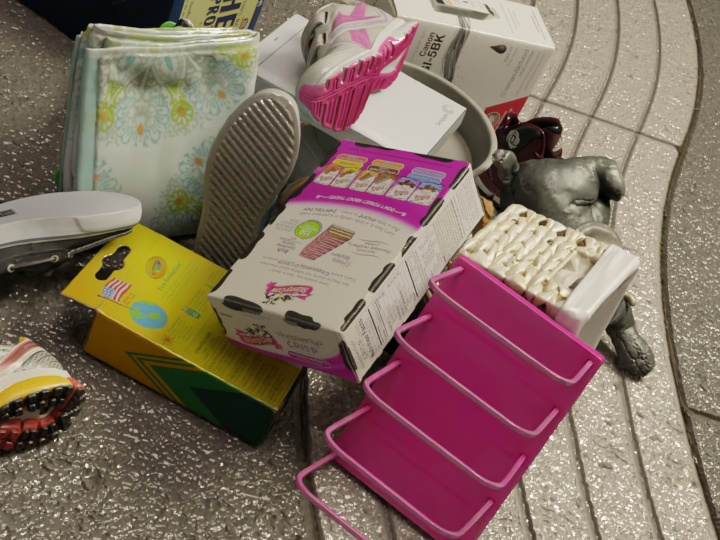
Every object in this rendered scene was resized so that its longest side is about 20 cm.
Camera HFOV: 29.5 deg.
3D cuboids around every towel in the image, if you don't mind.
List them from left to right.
[{"bbox_3d":[-0.176,-0.119,1.199,0.171,0.201,0.048,-7,31,-34],"label":"towel"}]

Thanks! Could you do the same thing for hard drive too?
[{"bbox_3d":[-0.009,-0.171,1.324,0.200,0.027,0.132,31,39,7],"label":"hard drive"}]

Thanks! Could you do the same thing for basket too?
[{"bbox_3d":[0.130,0.059,1.171,0.123,0.200,0.135,32,36,16],"label":"basket"}]

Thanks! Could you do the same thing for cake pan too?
[{"bbox_3d":[0.038,-0.143,1.367,0.199,0.037,0.201,14,39,-12],"label":"cake pan"}]

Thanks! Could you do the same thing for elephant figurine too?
[{"bbox_3d":[0.210,-0.005,1.337,0.154,0.142,0.201,-4,68,-1],"label":"elephant figurine"}]

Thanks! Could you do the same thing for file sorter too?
[{"bbox_3d":[0.063,0.114,1.034,0.139,0.200,0.125,36,15,13],"label":"file sorter"}]

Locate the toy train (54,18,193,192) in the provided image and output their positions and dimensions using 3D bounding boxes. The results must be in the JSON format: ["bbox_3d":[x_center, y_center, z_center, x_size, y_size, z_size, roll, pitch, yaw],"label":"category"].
[{"bbox_3d":[-0.202,-0.136,1.229,0.056,0.200,0.042,35,1,-31],"label":"toy train"}]

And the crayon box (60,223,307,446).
[{"bbox_3d":[-0.140,0.048,1.142,0.200,0.051,0.127,29,37,2],"label":"crayon box"}]

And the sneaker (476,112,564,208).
[{"bbox_3d":[0.202,-0.093,1.458,0.076,0.116,0.200,-18,55,-43],"label":"sneaker"}]

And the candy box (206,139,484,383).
[{"bbox_3d":[-0.008,-0.013,1.102,0.136,0.061,0.200,14,51,36],"label":"candy box"}]

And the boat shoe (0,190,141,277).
[{"bbox_3d":[-0.275,-0.022,1.114,0.199,0.057,0.069,-12,25,-23],"label":"boat shoe"}]

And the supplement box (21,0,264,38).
[{"bbox_3d":[-0.227,-0.329,1.467,0.200,0.135,0.200,35,38,12],"label":"supplement box"}]

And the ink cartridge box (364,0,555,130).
[{"bbox_3d":[0.093,-0.235,1.537,0.199,0.147,0.083,7,43,-23],"label":"ink cartridge box"}]

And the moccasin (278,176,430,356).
[{"bbox_3d":[-0.001,0.001,1.238,0.201,0.074,0.078,44,2,-8],"label":"moccasin"}]

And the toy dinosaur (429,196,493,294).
[{"bbox_3d":[0.114,0.031,1.288,0.106,0.201,0.060,-9,20,26],"label":"toy dinosaur"}]

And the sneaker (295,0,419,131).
[{"bbox_3d":[-0.022,-0.196,1.270,0.088,0.082,0.200,29,31,8],"label":"sneaker"}]

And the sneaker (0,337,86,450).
[{"bbox_3d":[-0.301,0.094,0.983,0.200,0.078,0.082,-5,43,-48],"label":"sneaker"}]

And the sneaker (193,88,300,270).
[{"bbox_3d":[-0.102,-0.084,1.200,0.074,0.200,0.082,20,33,-10],"label":"sneaker"}]

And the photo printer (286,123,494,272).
[{"bbox_3d":[0.022,-0.079,1.372,0.166,0.070,0.200,-11,50,-37],"label":"photo printer"}]
